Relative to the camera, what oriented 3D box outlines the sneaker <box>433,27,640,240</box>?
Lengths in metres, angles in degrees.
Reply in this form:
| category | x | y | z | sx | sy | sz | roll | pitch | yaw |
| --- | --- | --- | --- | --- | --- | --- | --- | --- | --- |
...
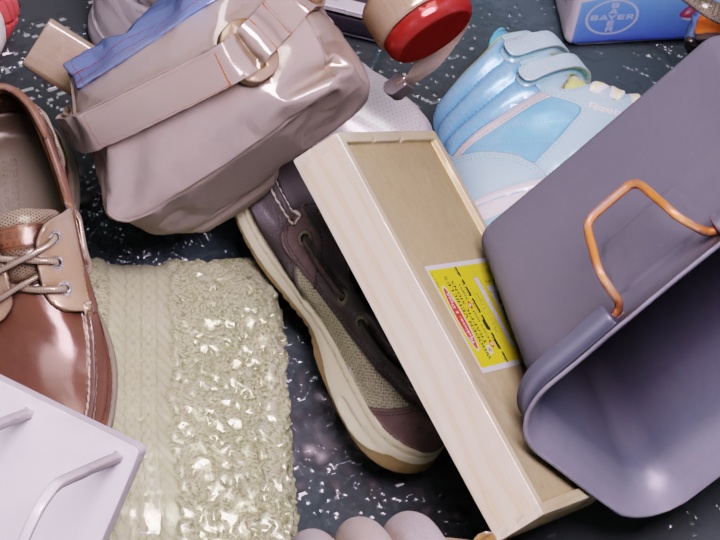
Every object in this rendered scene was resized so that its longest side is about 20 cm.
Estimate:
| category | x | y | z | sx | sy | sz | roll | pitch | yaw |
| --- | --- | --- | --- | --- | --- | --- | --- | --- | --- |
| sneaker | 0.130 | -0.080 | 1.488 | 0.199 | 0.080 | 0.131 | -14 | 60 | -7 |

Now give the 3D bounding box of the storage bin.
| category | x | y | z | sx | sy | sz | roll | pitch | yaw |
| --- | --- | --- | --- | --- | --- | --- | --- | --- | --- |
| storage bin | 0.147 | -0.010 | 1.357 | 0.200 | 0.145 | 0.135 | -41 | 42 | 14 |

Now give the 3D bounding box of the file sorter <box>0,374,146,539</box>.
| category | x | y | z | sx | sy | sz | roll | pitch | yaw |
| --- | --- | --- | --- | --- | --- | --- | --- | --- | --- |
| file sorter | -0.223 | 0.105 | 1.273 | 0.199 | 0.125 | 0.139 | 25 | 99 | 8 |

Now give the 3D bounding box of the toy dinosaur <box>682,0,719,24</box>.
| category | x | y | z | sx | sy | sz | roll | pitch | yaw |
| --- | --- | --- | --- | --- | --- | --- | --- | --- | --- |
| toy dinosaur | 0.242 | -0.107 | 1.340 | 0.199 | 0.077 | 0.103 | 20 | 44 | -6 |

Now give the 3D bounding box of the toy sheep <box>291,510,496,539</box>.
| category | x | y | z | sx | sy | sz | roll | pitch | yaw |
| --- | --- | --- | --- | --- | --- | --- | --- | --- | --- |
| toy sheep | -0.006 | 0.178 | 1.289 | 0.199 | 0.138 | 0.138 | -21 | 62 | -12 |

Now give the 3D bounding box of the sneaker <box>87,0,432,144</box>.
| category | x | y | z | sx | sy | sz | roll | pitch | yaw |
| --- | --- | --- | --- | --- | --- | --- | --- | --- | --- |
| sneaker | -0.048 | -0.120 | 1.480 | 0.199 | 0.116 | 0.074 | 26 | 56 | 8 |

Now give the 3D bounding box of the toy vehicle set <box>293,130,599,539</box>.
| category | x | y | z | sx | sy | sz | roll | pitch | yaw |
| --- | --- | --- | --- | --- | --- | --- | --- | --- | --- |
| toy vehicle set | 0.049 | 0.026 | 1.373 | 0.026 | 0.124 | 0.201 | -32 | 79 | 21 |

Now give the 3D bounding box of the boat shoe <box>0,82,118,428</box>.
| category | x | y | z | sx | sy | sz | roll | pitch | yaw |
| --- | --- | --- | --- | --- | --- | --- | --- | --- | --- |
| boat shoe | -0.161 | 0.001 | 1.368 | 0.075 | 0.072 | 0.201 | -14 | 60 | -3 |

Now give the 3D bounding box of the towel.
| category | x | y | z | sx | sy | sz | roll | pitch | yaw |
| --- | --- | --- | --- | --- | --- | --- | --- | --- | --- |
| towel | -0.101 | 0.078 | 1.393 | 0.147 | 0.037 | 0.201 | 1 | 57 | -8 |

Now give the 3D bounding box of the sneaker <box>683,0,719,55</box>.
| category | x | y | z | sx | sy | sz | roll | pitch | yaw |
| --- | --- | --- | --- | --- | --- | --- | --- | --- | --- |
| sneaker | 0.210 | -0.128 | 1.478 | 0.075 | 0.200 | 0.079 | 19 | 87 | 7 |

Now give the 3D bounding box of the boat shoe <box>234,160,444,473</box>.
| category | x | y | z | sx | sy | sz | roll | pitch | yaw |
| --- | --- | --- | --- | --- | --- | --- | --- | --- | --- |
| boat shoe | 0.000 | 0.000 | 1.425 | 0.072 | 0.066 | 0.202 | 1 | 55 | -48 |

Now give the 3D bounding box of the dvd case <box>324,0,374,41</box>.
| category | x | y | z | sx | sy | sz | roll | pitch | yaw |
| --- | --- | --- | --- | --- | --- | --- | --- | --- | --- |
| dvd case | -0.039 | -0.202 | 1.587 | 0.199 | 0.025 | 0.151 | 14 | 56 | 1 |

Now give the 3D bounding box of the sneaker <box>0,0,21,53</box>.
| category | x | y | z | sx | sy | sz | roll | pitch | yaw |
| --- | --- | --- | --- | --- | --- | --- | --- | --- | --- |
| sneaker | -0.278 | -0.142 | 1.485 | 0.199 | 0.078 | 0.083 | 17 | 58 | 4 |

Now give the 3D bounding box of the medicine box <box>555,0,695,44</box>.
| category | x | y | z | sx | sy | sz | roll | pitch | yaw |
| --- | --- | --- | --- | --- | --- | --- | --- | --- | --- |
| medicine box | 0.200 | -0.221 | 1.524 | 0.181 | 0.200 | 0.103 | -3 | 57 | -9 |

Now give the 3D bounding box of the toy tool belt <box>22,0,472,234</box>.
| category | x | y | z | sx | sy | sz | roll | pitch | yaw |
| --- | --- | --- | --- | --- | --- | --- | --- | --- | --- |
| toy tool belt | -0.058 | -0.115 | 1.383 | 0.199 | 0.125 | 0.123 | -35 | 75 | 9 |
